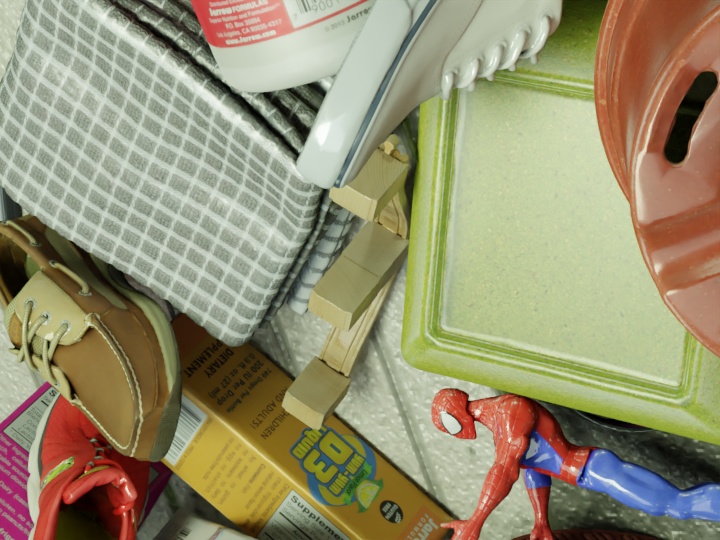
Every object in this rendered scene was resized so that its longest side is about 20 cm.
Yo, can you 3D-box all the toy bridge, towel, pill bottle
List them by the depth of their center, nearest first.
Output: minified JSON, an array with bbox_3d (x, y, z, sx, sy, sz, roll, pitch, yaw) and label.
[{"bbox_3d":[-0.046,-0.192,0.859,0.112,0.112,0.201,-8,114,35],"label":"pill bottle"},{"bbox_3d":[0.000,0.000,0.981,0.027,0.067,0.201,30,142,13],"label":"toy bridge"},{"bbox_3d":[-0.094,-0.069,0.988,0.199,0.086,0.166,36,133,7],"label":"towel"}]

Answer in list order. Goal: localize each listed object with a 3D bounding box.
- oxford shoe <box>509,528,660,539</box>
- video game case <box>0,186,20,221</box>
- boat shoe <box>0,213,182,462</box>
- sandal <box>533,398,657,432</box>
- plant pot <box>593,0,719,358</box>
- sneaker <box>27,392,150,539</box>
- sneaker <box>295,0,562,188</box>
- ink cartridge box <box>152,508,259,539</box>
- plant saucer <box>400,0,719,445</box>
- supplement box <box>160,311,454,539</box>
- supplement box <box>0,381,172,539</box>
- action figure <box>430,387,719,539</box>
[{"bbox_3d":[0.081,0.190,0.995,0.071,0.198,0.075,-125,26,-59],"label":"oxford shoe"},{"bbox_3d":[-0.293,-0.070,1.159,0.199,0.019,0.144,18,127,23],"label":"video game case"},{"bbox_3d":[-0.158,0.034,1.037,0.200,0.073,0.076,50,132,49],"label":"boat shoe"},{"bbox_3d":[0.147,0.049,0.935,0.199,0.048,0.076,6,122,30],"label":"sandal"},{"bbox_3d":[0.178,-0.053,0.709,0.199,0.195,0.203,3,105,11],"label":"plant pot"},{"bbox_3d":[-0.148,0.130,1.084,0.076,0.201,0.085,19,134,-17],"label":"sneaker"},{"bbox_3d":[0.048,-0.110,0.809,0.071,0.201,0.073,34,167,0],"label":"sneaker"},{"bbox_3d":[-0.076,0.242,1.070,0.146,0.147,0.200,44,167,-12],"label":"ink cartridge box"},{"bbox_3d":[0.104,-0.022,0.882,0.198,0.048,0.202,13,110,25],"label":"plant saucer"},{"bbox_3d":[-0.046,0.111,1.087,0.200,0.067,0.069,41,130,2],"label":"supplement box"},{"bbox_3d":[-0.216,0.171,1.144,0.103,0.200,0.101,39,132,6],"label":"supplement box"},{"bbox_3d":[0.117,0.127,0.956,0.199,0.065,0.100,26,87,8],"label":"action figure"}]
